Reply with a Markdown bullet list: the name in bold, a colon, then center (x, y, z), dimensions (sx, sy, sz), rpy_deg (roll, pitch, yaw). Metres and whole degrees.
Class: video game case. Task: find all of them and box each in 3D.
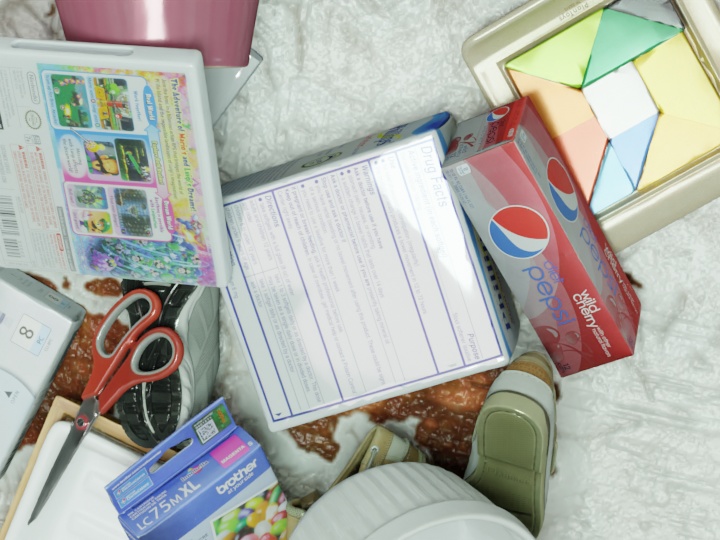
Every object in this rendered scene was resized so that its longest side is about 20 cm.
- **video game case**: center (-0.189, -0.075, 1.387), dimensions (0.180, 0.024, 0.201), rpy_deg (5, 131, 11)

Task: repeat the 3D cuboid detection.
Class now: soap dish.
- **soap dish**: center (-0.205, 0.215, 1.569), dimensions (0.156, 0.081, 0.201), rpy_deg (25, 105, 2)

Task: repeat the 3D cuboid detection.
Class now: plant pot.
- **plant pot**: center (-0.146, -0.233, 1.388), dimensions (0.198, 0.200, 0.181), rpy_deg (-1, 97, 8)

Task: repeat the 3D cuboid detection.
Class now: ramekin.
- **ramekin**: center (0.031, 0.237, 1.426), dimensions (0.198, 0.105, 0.202), rpy_deg (-13, 121, -22)

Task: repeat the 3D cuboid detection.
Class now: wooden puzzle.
- **wooden puzzle**: center (0.197, -0.126, 1.455), dimensions (0.184, 0.037, 0.201), rpy_deg (-29, 97, 13)

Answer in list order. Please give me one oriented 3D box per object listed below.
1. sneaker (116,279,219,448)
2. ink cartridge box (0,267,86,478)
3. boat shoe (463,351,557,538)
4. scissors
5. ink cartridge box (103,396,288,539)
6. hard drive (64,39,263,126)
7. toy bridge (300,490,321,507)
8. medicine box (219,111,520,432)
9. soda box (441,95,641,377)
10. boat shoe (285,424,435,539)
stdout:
- **sneaker**: center (-0.143, 0.038, 1.531), dimensions (0.073, 0.079, 0.202), rpy_deg (7, 88, 25)
- **ink cartridge box**: center (-0.343, 0.055, 1.570), dimensions (0.199, 0.047, 0.161), rpy_deg (29, 105, -1)
- **boat shoe**: center (0.117, 0.142, 1.474), dimensions (0.074, 0.069, 0.201), rpy_deg (21, 140, 9)
- **scissors**: center (-0.211, 0.103, 1.504), dimensions (0.073, 0.014, 0.200), rpy_deg (46, 102, 18)
- **ink cartridge box**: center (-0.110, 0.206, 1.503), dimensions (0.119, 0.042, 0.201), rpy_deg (-36, 128, -17)
- **hard drive**: center (-0.186, -0.126, 1.517), dimensions (0.132, 0.025, 0.200), rpy_deg (38, 105, -1)
- **toy bridge**: center (0.045, 0.171, 1.549), dimensions (0.199, 0.027, 0.068), rpy_deg (-29, 98, 12)
- **medicine box**: center (0.000, 0.000, 1.478), dimensions (0.198, 0.103, 0.184), rpy_deg (-17, 100, 11)
- **soda box**: center (0.137, -0.023, 1.437), dimensions (0.063, 0.070, 0.201), rpy_deg (-20, 116, 26)
- **boat shoe**: center (-0.032, 0.204, 1.501), dimensions (0.076, 0.072, 0.201), rpy_deg (40, 86, -21)
